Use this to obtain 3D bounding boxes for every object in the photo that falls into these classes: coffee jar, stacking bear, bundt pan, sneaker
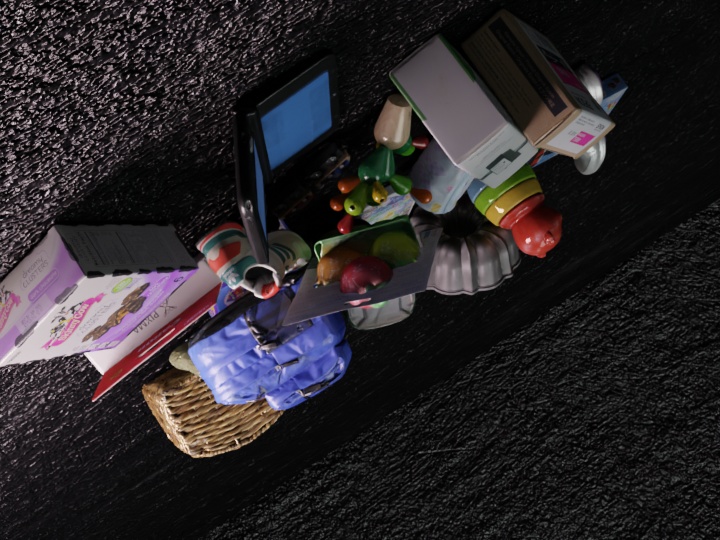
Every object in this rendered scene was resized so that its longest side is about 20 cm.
[{"bbox_3d":[0.000,0.000,1.665,0.104,0.200,0.085,-14,119,-13],"label":"coffee jar"},{"bbox_3d":[0.239,-0.113,1.825,0.114,0.200,0.121,-28,164,-23],"label":"stacking bear"},{"bbox_3d":[0.159,-0.054,1.893,0.202,0.202,0.076,-29,136,-22],"label":"bundt pan"},{"bbox_3d":[0.331,-0.229,1.850,0.099,0.075,0.200,-25,132,-10],"label":"sneaker"},{"bbox_3d":[-0.120,-0.002,1.478,0.070,0.093,0.200,-40,156,21],"label":"sneaker"}]

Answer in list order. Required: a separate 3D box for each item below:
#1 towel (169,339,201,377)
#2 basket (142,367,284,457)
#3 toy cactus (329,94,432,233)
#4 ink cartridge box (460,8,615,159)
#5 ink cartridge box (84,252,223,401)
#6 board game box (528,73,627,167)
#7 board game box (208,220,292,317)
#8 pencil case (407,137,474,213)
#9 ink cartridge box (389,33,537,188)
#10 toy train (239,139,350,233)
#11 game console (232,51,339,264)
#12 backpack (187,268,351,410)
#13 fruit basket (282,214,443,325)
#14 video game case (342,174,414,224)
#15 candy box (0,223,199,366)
[{"bbox_3d":[-0.181,0.098,1.766,0.200,0.037,0.148,-30,-163,-23],"label":"towel"},{"bbox_3d":[-0.217,0.200,1.842,0.200,0.143,0.149,-30,-170,-20],"label":"basket"},{"bbox_3d":[0.038,-0.141,1.494,0.200,0.102,0.165,-38,152,-45],"label":"toy cactus"},{"bbox_3d":[0.230,-0.234,1.501,0.075,0.165,0.200,-40,165,20],"label":"ink cartridge box"},{"bbox_3d":[-0.256,0.059,1.459,0.200,0.045,0.176,-38,-168,9],"label":"ink cartridge box"},{"bbox_3d":[0.338,-0.240,1.967,0.200,0.037,0.151,-29,164,-23],"label":"board game box"},{"bbox_3d":[-0.155,0.013,1.667,0.134,0.045,0.200,-31,165,-13],"label":"board game box"},{"bbox_3d":[0.142,-0.165,1.671,0.083,0.091,0.200,-23,162,-38],"label":"pencil case"},{"bbox_3d":[0.132,-0.193,1.458,0.083,0.147,0.200,-39,166,12],"label":"ink cartridge box"},{"bbox_3d":[-0.084,-0.094,1.494,0.200,0.034,0.046,-41,145,22],"label":"toy train"},{"bbox_3d":[-0.075,-0.119,1.309,0.116,0.176,0.200,-5,162,0],"label":"game console"},{"bbox_3d":[-0.123,0.107,1.591,0.200,0.168,0.163,-28,175,5],"label":"backpack"},{"bbox_3d":[0.009,0.009,1.463,0.185,0.094,0.200,-15,-154,15],"label":"fruit basket"},{"bbox_3d":[0.022,-0.076,1.829,0.143,0.018,0.200,-28,164,-22],"label":"video game case"},{"bbox_3d":[-0.308,0.024,1.319,0.168,0.072,0.200,-41,164,24],"label":"candy box"}]
